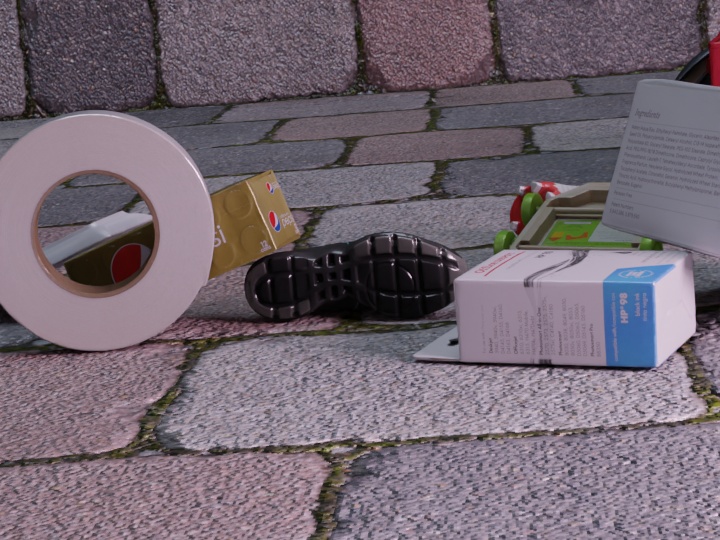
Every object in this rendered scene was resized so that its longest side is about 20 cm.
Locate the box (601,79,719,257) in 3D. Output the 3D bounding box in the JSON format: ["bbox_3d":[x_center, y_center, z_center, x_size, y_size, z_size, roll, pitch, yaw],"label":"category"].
[{"bbox_3d":[0.337,-0.065,1.458,0.198,0.132,0.200,13,4,-23],"label":"box"}]

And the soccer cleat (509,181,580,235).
[{"bbox_3d":[0.227,-0.052,1.781,0.085,0.069,0.199,16,-10,-35],"label":"soccer cleat"}]

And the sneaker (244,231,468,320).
[{"bbox_3d":[0.000,0.000,1.572,0.198,0.076,0.079,-1,9,16],"label":"sneaker"}]

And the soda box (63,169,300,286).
[{"bbox_3d":[-0.157,-0.018,1.584,0.199,0.068,0.064,-23,3,21],"label":"soda box"}]

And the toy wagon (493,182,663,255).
[{"bbox_3d":[0.198,-0.021,1.612,0.154,0.040,0.200,2,33,30],"label":"toy wagon"}]

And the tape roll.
[{"bbox_3d":[-0.220,-0.033,1.509,0.201,0.204,0.037,-5,10,-4],"label":"tape roll"}]

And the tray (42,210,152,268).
[{"bbox_3d":[-0.295,-0.009,1.689,0.199,0.022,0.107,-25,4,20],"label":"tray"}]

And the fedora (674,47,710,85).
[{"bbox_3d":[0.450,-0.179,2.137,0.199,0.202,0.092,-10,44,-25],"label":"fedora"}]

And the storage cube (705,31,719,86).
[{"bbox_3d":[0.478,-0.172,1.965,0.198,0.181,0.171,-1,12,16],"label":"storage cube"}]

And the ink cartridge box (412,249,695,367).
[{"bbox_3d":[0.147,0.027,1.391,0.199,0.067,0.116,1,13,25],"label":"ink cartridge box"}]
